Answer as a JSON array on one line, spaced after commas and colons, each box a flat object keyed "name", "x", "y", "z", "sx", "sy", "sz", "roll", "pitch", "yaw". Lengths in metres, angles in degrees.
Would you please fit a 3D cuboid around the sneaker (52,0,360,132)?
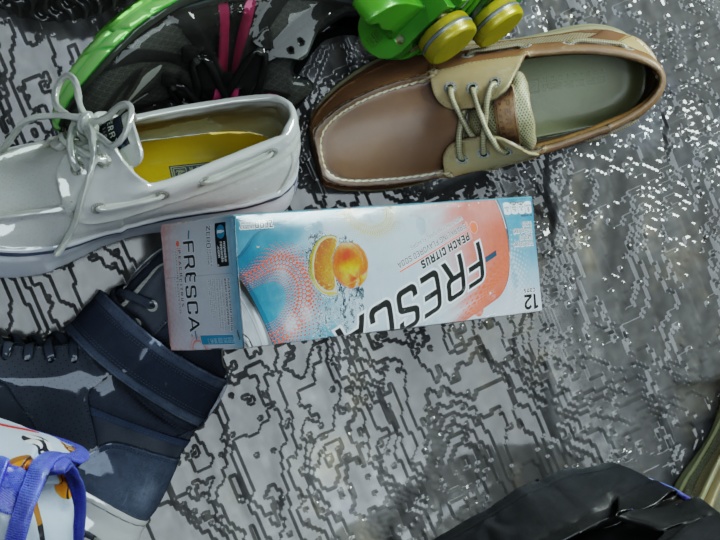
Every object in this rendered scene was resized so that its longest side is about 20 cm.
[{"name": "sneaker", "x": -0.068, "y": -0.114, "z": 0.847, "sx": 0.199, "sy": 0.077, "sz": 0.084, "roll": -27, "pitch": 91, "yaw": -9}]

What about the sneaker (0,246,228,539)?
[{"name": "sneaker", "x": -0.162, "y": 0.031, "z": 0.822, "sx": 0.202, "sy": 0.077, "sz": 0.147, "roll": 33, "pitch": 91, "yaw": -15}]

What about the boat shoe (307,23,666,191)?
[{"name": "boat shoe", "x": 0.070, "y": -0.090, "z": 0.869, "sx": 0.198, "sy": 0.074, "sz": 0.076, "roll": -17, "pitch": 103, "yaw": -10}]

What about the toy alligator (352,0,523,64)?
[{"name": "toy alligator", "x": 0.056, "y": -0.145, "z": 0.862, "sx": 0.199, "sy": 0.054, "sz": 0.059, "roll": -26, "pitch": 75, "yaw": -45}]

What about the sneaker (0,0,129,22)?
[{"name": "sneaker", "x": -0.110, "y": -0.191, "z": 0.847, "sx": 0.199, "sy": 0.090, "sz": 0.070, "roll": -20, "pitch": 112, "yaw": 15}]

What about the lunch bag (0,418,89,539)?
[{"name": "lunch bag", "x": -0.215, "y": 0.118, "z": 0.736, "sx": 0.169, "sy": 0.201, "sz": 0.124, "roll": 16, "pitch": 54, "yaw": 4}]

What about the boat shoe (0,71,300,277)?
[{"name": "boat shoe", "x": -0.122, "y": -0.055, "z": 0.792, "sx": 0.200, "sy": 0.086, "sz": 0.075, "roll": -8, "pitch": 54, "yaw": -16}]

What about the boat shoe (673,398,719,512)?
[{"name": "boat shoe", "x": 0.223, "y": 0.124, "z": 0.906, "sx": 0.073, "sy": 0.063, "sz": 0.202, "roll": 24, "pitch": 85, "yaw": -9}]

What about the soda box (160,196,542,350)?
[{"name": "soda box", "x": 0.000, "y": 0.000, "z": 0.821, "sx": 0.199, "sy": 0.068, "sz": 0.064, "roll": -6, "pitch": 91, "yaw": -39}]

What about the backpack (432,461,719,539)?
[{"name": "backpack", "x": 0.120, "y": 0.202, "z": 0.828, "sx": 0.190, "sy": 0.200, "sz": 0.154, "roll": -44, "pitch": 130, "yaw": -9}]
